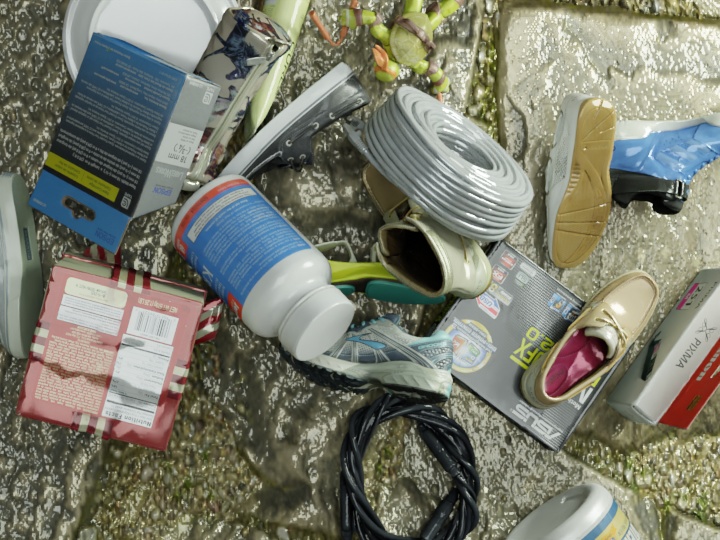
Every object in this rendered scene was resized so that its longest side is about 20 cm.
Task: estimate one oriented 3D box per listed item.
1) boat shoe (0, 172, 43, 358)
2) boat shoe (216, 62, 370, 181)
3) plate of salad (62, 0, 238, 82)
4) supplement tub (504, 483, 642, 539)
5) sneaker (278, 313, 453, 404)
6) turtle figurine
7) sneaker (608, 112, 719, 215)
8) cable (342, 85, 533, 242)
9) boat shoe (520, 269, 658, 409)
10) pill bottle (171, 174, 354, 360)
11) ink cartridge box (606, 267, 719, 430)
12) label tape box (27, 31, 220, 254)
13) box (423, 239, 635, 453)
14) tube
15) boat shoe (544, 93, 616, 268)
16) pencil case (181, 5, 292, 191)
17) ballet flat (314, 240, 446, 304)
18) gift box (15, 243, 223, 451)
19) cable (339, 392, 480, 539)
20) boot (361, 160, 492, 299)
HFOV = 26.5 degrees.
[{"bbox_3d":[-0.390,-0.004,1.653,0.071,0.070,0.201,-6,90,11],"label":"boat shoe"},{"bbox_3d":[-0.071,-0.147,1.704,0.200,0.070,0.066,-43,93,-15],"label":"boat shoe"},{"bbox_3d":[-0.227,-0.254,1.685,0.199,0.048,0.201,-1,100,-5],"label":"plate of salad"},{"bbox_3d":[0.264,0.353,1.691,0.145,0.145,0.200,-36,93,-8],"label":"supplement tub"},{"bbox_3d":[0.010,0.090,1.692,0.199,0.078,0.087,10,69,12],"label":"sneaker"},{"bbox_3d":[0.049,-0.275,1.707,0.200,0.064,0.162,35,76,-24],"label":"turtle figurine"},{"bbox_3d":[0.377,-0.119,1.759,0.199,0.077,0.112,-4,82,-5],"label":"sneaker"},{"bbox_3d":[0.097,-0.117,1.662,0.200,0.200,0.069,48,115,23],"label":"cable"},{"bbox_3d":[0.264,0.079,1.695,0.074,0.069,0.200,44,83,-5],"label":"boat shoe"},{"bbox_3d":[-0.101,0.000,1.622,0.112,0.112,0.200,-41,65,-8],"label":"pill bottle"},{"bbox_3d":[0.372,0.084,1.703,0.044,0.174,0.200,38,83,-5],"label":"ink cartridge box"},{"bbox_3d":[-0.251,-0.132,1.615,0.144,0.063,0.200,28,99,31],"label":"label tape box"},{"bbox_3d":[0.187,0.086,1.741,0.200,0.044,0.160,37,83,-5],"label":"box"},{"bbox_3d":[-0.098,-0.240,1.702,0.052,0.058,0.201,9,79,30],"label":"tube"},{"bbox_3d":[0.244,-0.104,1.749,0.071,0.069,0.201,1,107,-27],"label":"boat shoe"},{"bbox_3d":[-0.151,-0.184,1.641,0.078,0.089,0.200,22,107,-30],"label":"pencil case"},{"bbox_3d":[0.000,0.000,1.709,0.199,0.067,0.067,1,72,-7],"label":"ballet flat"},{"bbox_3d":[-0.246,0.070,1.602,0.184,0.187,0.200,19,91,-7],"label":"gift box"},{"bbox_3d":[0.056,0.230,1.712,0.163,0.051,0.201,0,87,-9],"label":"cable"},{"bbox_3d":[0.051,-0.051,1.655,0.072,0.155,0.200,-43,75,18],"label":"boot"}]
